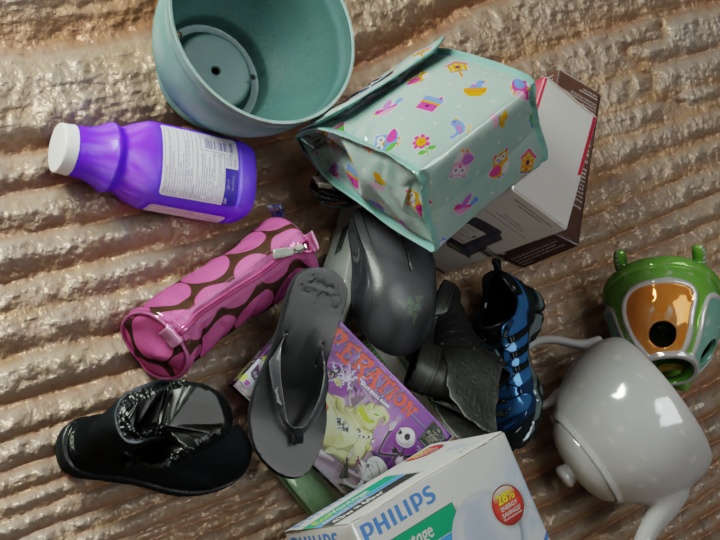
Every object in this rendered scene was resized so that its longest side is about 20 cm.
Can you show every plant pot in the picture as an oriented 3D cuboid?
[{"bbox_3d":[-0.123,-0.215,1.419,0.199,0.134,0.202,11,68,-28],"label":"plant pot"}]

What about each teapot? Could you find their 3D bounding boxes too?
[{"bbox_3d":[0.272,0.178,1.565,0.146,0.200,0.198,-35,121,-3],"label":"teapot"}]

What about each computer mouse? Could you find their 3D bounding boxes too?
[{"bbox_3d":[0.028,-0.015,1.428,0.138,0.053,0.202,6,61,-32],"label":"computer mouse"}]

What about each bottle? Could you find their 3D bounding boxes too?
[{"bbox_3d":[-0.197,-0.099,1.378,0.199,0.065,0.084,9,70,-32],"label":"bottle"}]

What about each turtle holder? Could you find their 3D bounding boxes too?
[{"bbox_3d":[0.344,0.066,1.658,0.140,0.186,0.133,5,60,-8],"label":"turtle holder"}]

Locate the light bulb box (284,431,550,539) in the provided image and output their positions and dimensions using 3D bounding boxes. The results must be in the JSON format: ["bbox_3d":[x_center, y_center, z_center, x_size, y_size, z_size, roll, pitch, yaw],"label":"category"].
[{"bbox_3d":[0.070,0.282,1.317,0.197,0.125,0.201,-25,92,-34],"label":"light bulb box"}]

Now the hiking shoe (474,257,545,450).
[{"bbox_3d":[0.148,0.094,1.541,0.087,0.074,0.201,39,45,-44],"label":"hiking shoe"}]

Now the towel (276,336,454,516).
[{"bbox_3d":[0.000,0.169,1.459,0.200,0.023,0.153,-42,100,-34],"label":"towel"}]

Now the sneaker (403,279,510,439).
[{"bbox_3d":[0.106,0.094,1.483,0.104,0.060,0.200,23,37,-1],"label":"sneaker"}]

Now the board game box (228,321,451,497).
[{"bbox_3d":[-0.018,0.136,1.404,0.200,0.032,0.120,45,75,-13],"label":"board game box"}]

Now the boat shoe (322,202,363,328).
[{"bbox_3d":[0.000,0.000,1.479,0.063,0.071,0.201,31,59,-22],"label":"boat shoe"}]

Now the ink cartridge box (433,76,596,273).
[{"bbox_3d":[0.140,-0.097,1.524,0.084,0.199,0.146,33,60,-25],"label":"ink cartridge box"}]

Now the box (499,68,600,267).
[{"bbox_3d":[0.206,-0.116,1.636,0.075,0.100,0.201,26,63,-25],"label":"box"}]

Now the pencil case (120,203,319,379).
[{"bbox_3d":[-0.129,0.023,1.369,0.200,0.093,0.091,-39,110,-34],"label":"pencil case"}]

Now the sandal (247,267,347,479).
[{"bbox_3d":[-0.059,0.096,1.354,0.075,0.043,0.202,10,88,-16],"label":"sandal"}]

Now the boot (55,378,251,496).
[{"bbox_3d":[-0.152,0.149,1.270,0.199,0.168,0.077,9,71,-32],"label":"boot"}]

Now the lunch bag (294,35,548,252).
[{"bbox_3d":[0.054,-0.136,1.396,0.170,0.200,0.123,-37,136,-22],"label":"lunch bag"}]
